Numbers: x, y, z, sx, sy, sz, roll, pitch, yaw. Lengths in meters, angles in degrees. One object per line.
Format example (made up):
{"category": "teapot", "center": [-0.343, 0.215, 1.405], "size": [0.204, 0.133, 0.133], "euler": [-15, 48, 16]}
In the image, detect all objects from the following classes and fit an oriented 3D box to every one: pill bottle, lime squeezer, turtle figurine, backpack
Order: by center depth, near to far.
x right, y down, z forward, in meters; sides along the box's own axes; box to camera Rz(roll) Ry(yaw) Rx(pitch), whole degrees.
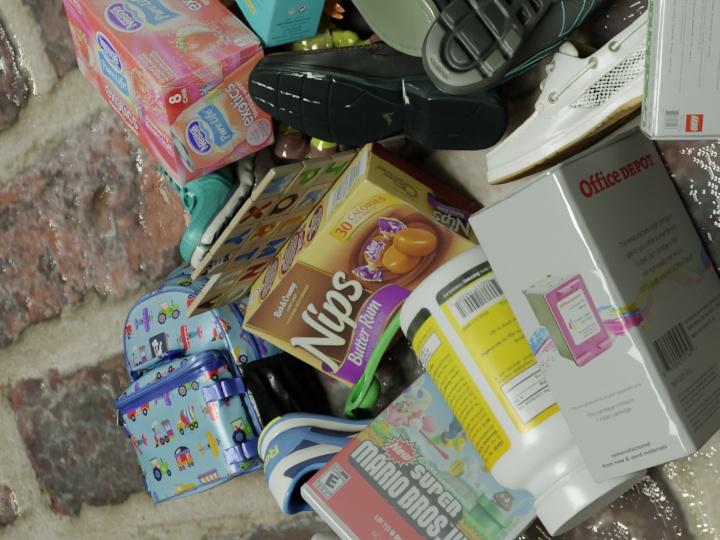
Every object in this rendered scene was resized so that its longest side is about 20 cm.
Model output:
{"category": "pill bottle", "center": [0.122, 0.088, 0.884], "size": [0.113, 0.111, 0.202], "euler": [-48, 64, 37]}
{"category": "turtle figurine", "center": [-0.028, -0.165, 0.969], "size": [0.198, 0.064, 0.164], "euler": [18, 115, 32]}
{"category": "lime squeezer", "center": [0.017, 0.118, 1.002], "size": [0.070, 0.038, 0.203], "euler": [10, 126, 27]}
{"category": "backpack", "center": [-0.146, 0.093, 1.102], "size": [0.181, 0.134, 0.203], "euler": [-20, 89, 39]}

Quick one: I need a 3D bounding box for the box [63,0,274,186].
{"category": "box", "center": [-0.162, -0.177, 0.978], "size": [0.200, 0.094, 0.104], "euler": [47, 152, 36]}

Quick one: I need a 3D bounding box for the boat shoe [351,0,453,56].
{"category": "boat shoe", "center": [0.017, -0.228, 0.884], "size": [0.201, 0.060, 0.073], "euler": [47, 149, 37]}

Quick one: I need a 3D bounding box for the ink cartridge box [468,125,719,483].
{"category": "ink cartridge box", "center": [0.179, 0.018, 0.814], "size": [0.084, 0.144, 0.203], "euler": [-26, 88, 41]}

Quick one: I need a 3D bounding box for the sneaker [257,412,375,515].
{"category": "sneaker", "center": [0.015, 0.164, 0.969], "size": [0.196, 0.083, 0.075], "euler": [-4, 122, -5]}

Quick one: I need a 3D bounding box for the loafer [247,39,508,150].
{"category": "loafer", "center": [0.015, -0.140, 0.896], "size": [0.196, 0.073, 0.073], "euler": [9, 144, 1]}

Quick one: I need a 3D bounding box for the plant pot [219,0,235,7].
{"category": "plant pot", "center": [-0.134, -0.323, 1.014], "size": [0.198, 0.027, 0.204], "euler": [14, 111, 42]}

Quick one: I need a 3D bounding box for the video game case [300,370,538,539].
{"category": "video game case", "center": [0.071, 0.155, 0.919], "size": [0.143, 0.199, 0.018], "euler": [42, 155, 19]}

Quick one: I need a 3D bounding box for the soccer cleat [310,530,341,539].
{"category": "soccer cleat", "center": [0.044, 0.271, 1.057], "size": [0.198, 0.068, 0.087], "euler": [26, 110, 26]}

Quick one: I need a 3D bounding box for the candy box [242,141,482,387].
{"category": "candy box", "center": [0.000, 0.000, 0.971], "size": [0.116, 0.057, 0.200], "euler": [29, 128, -17]}

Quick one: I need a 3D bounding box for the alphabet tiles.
{"category": "alphabet tiles", "center": [-0.066, -0.031, 0.974], "size": [0.008, 0.166, 0.200], "euler": [52, 128, 14]}

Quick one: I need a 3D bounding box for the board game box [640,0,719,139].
{"category": "board game box", "center": [0.243, -0.184, 0.729], "size": [0.124, 0.035, 0.204], "euler": [0, 107, -1]}

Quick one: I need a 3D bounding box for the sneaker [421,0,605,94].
{"category": "sneaker", "center": [0.123, -0.191, 0.811], "size": [0.199, 0.079, 0.076], "euler": [-36, 81, 1]}

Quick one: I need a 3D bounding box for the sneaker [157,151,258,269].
{"category": "sneaker", "center": [-0.135, -0.074, 1.001], "size": [0.079, 0.201, 0.078], "euler": [22, 123, -16]}

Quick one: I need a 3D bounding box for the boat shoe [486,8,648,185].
{"category": "boat shoe", "center": [0.161, -0.131, 0.833], "size": [0.199, 0.071, 0.070], "euler": [-33, 83, 30]}

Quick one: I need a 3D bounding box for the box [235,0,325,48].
{"category": "box", "center": [-0.051, -0.263, 0.859], "size": [0.083, 0.048, 0.201], "euler": [60, 152, 25]}
